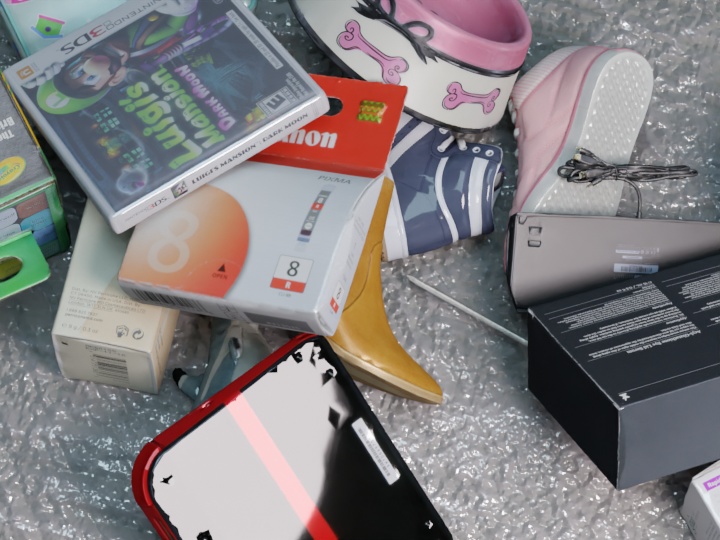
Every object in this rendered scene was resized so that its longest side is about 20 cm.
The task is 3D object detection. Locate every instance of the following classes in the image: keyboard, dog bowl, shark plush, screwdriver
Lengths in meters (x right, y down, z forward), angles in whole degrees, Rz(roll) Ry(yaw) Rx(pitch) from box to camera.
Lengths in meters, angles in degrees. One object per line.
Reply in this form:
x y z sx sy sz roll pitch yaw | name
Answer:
0.207 -0.027 1.719 0.200 0.021 0.127 3 96 -15 | keyboard
0.045 -0.197 1.744 0.200 0.074 0.200 28 28 -16 | dog bowl
-0.111 0.077 1.695 0.083 0.091 0.200 -16 69 26 | shark plush
0.119 0.054 1.721 0.200 0.028 0.029 26 40 8 | screwdriver

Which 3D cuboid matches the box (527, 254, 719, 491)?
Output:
0.239 0.066 1.641 0.200 0.079 0.141 -15 32 -18 | box

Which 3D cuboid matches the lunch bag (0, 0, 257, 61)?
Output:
-0.186 -0.219 1.815 0.200 0.077 0.161 -26 68 -11 | lunch bag

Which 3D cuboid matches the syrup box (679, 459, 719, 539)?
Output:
0.311 0.225 1.620 0.081 0.079 0.200 -24 68 -10 | syrup box

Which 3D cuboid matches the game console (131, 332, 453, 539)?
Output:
-0.049 0.170 1.624 0.177 0.031 0.200 -37 103 -19 | game console

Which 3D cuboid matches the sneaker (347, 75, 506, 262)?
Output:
0.051 -0.110 1.770 0.108 0.070 0.200 -10 73 1 | sneaker

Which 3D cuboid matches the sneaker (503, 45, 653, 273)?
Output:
0.150 -0.083 1.766 0.075 0.105 0.200 20 93 -33 | sneaker

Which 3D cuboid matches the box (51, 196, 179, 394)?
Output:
-0.169 -0.019 1.720 0.078 0.095 0.200 11 68 3 | box

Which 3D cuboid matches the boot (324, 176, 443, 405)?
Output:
-0.001 0.000 1.693 0.201 0.071 0.144 29 77 -10 | boot

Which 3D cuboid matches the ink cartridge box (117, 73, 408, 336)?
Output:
-0.068 -0.061 1.632 0.162 0.050 0.200 9 72 23 | ink cartridge box

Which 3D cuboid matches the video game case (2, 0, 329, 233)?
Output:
-0.147 -0.133 1.686 0.182 0.023 0.200 -31 49 -10 | video game case

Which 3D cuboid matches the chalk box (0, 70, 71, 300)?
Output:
-0.299 -0.059 1.722 0.124 0.124 0.200 -24 69 -11 | chalk box
